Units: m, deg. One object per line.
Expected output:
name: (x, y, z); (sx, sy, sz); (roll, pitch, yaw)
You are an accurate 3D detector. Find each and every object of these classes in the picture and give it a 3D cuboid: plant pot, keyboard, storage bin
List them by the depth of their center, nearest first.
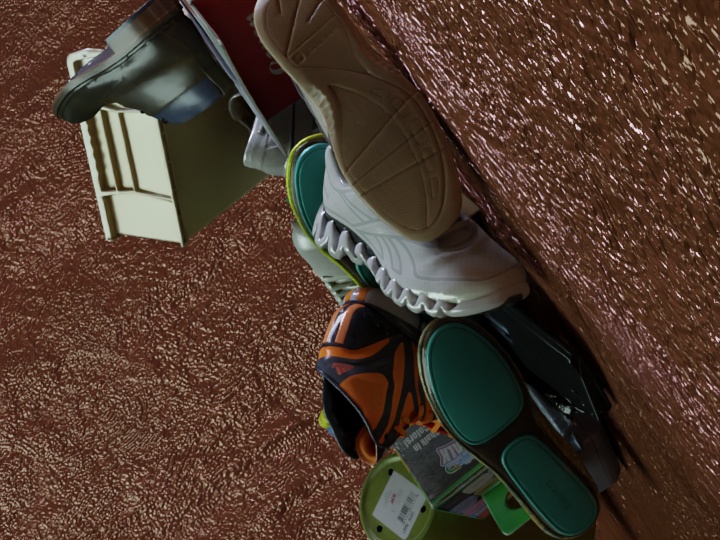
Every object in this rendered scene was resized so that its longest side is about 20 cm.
keyboard: (0.105, 0.043, 1.160); (0.200, 0.021, 0.127); (40, 165, 40)
storage bin: (-0.160, -0.154, 1.523); (0.093, 0.200, 0.199); (10, 124, 31)
plant pot: (0.098, 0.235, 1.591); (0.200, 0.187, 0.187); (19, -152, -48)

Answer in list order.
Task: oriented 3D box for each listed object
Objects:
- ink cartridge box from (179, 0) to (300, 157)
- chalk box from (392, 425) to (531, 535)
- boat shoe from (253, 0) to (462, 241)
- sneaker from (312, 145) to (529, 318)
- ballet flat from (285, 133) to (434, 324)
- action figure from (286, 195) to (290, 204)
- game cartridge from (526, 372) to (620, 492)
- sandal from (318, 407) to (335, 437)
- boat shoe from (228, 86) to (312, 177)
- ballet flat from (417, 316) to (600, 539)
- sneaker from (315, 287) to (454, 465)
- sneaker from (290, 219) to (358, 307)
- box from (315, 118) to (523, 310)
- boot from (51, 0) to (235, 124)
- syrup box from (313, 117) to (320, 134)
ink cartridge box: (-0.093, -0.213, 1.322); (0.176, 0.084, 0.200); (56, 179, 26)
chalk box: (0.102, 0.137, 1.447); (0.200, 0.124, 0.124); (56, -167, 24)
boat shoe: (0.004, -0.104, 1.068); (0.200, 0.072, 0.065); (53, -171, 13)
sneaker: (0.035, -0.030, 1.094); (0.200, 0.075, 0.081); (30, 129, 45)
ballet flat: (-0.003, -0.034, 1.236); (0.200, 0.067, 0.067); (54, -175, -35)
action figure: (-0.005, -0.085, 1.431); (0.118, 0.055, 0.200); (25, 157, 6)
game cartridge: (0.137, 0.080, 1.304); (0.200, 0.041, 0.133); (55, 174, 30)
sandal: (0.039, 0.096, 1.358); (0.087, 0.080, 0.200); (36, 139, -16)
boat shoe: (-0.083, -0.153, 1.463); (0.200, 0.069, 0.071); (-95, 14, -47)
ballet flat: (0.102, 0.111, 1.190); (0.200, 0.071, 0.071); (52, 179, -14)
sneaker: (0.045, 0.111, 1.237); (0.200, 0.112, 0.078); (35, 150, -14)
sneaker: (0.000, 0.000, 1.392); (0.200, 0.076, 0.081); (26, -116, -64)
box: (0.039, -0.051, 1.222); (0.200, 0.021, 0.164); (44, 170, 35)
boot: (-0.184, -0.146, 1.356); (0.097, 0.075, 0.200); (47, 143, -8)
syrup box: (-0.015, -0.087, 1.586); (0.082, 0.079, 0.200); (56, 178, 41)
